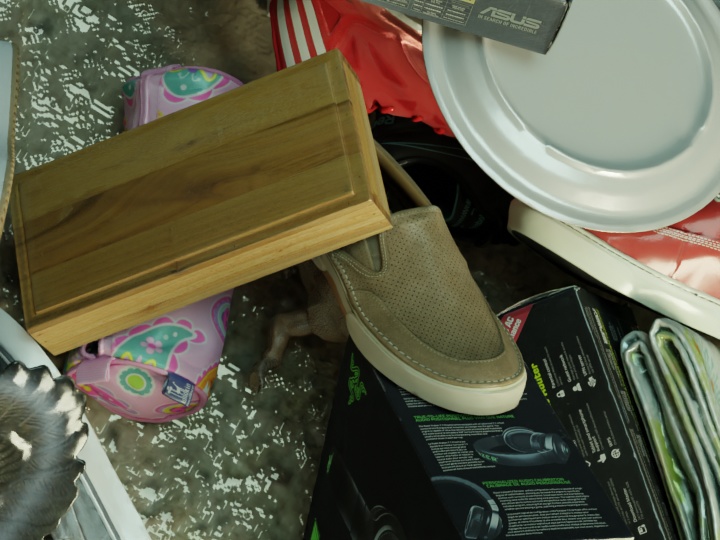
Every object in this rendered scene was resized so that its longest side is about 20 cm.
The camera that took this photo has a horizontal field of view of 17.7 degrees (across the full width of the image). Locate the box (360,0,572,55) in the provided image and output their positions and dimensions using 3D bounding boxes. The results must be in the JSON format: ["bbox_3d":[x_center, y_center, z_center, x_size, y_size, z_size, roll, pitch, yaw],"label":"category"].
[{"bbox_3d":[0.025,-0.214,1.253,0.199,0.051,0.158,16,56,-4],"label":"box"}]

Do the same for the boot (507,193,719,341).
[{"bbox_3d":[0.192,-0.043,1.315,0.199,0.072,0.145,22,92,-12],"label":"boot"}]

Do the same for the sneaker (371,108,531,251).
[{"bbox_3d":[0.090,-0.037,1.384,0.199,0.076,0.079,26,45,0],"label":"sneaker"}]

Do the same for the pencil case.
[{"bbox_3d":[-0.111,-0.015,1.297,0.087,0.087,0.201,17,66,-15],"label":"pencil case"}]

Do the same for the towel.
[{"bbox_3d":[0.216,0.123,1.324,0.048,0.200,0.172,-21,70,18],"label":"towel"}]

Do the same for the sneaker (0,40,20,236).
[{"bbox_3d":[-0.244,-0.064,1.245,0.108,0.070,0.201,13,38,-16],"label":"sneaker"}]

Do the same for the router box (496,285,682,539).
[{"bbox_3d":[0.144,0.114,1.313,0.062,0.150,0.201,-22,77,16],"label":"router box"}]

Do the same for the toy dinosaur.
[{"bbox_3d":[0.000,0.000,1.341,0.135,0.086,0.201,4,55,-30],"label":"toy dinosaur"}]

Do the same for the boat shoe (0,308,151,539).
[{"bbox_3d":[-0.178,0.110,1.239,0.068,0.072,0.201,-30,90,-27],"label":"boat shoe"}]

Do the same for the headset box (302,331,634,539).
[{"bbox_3d":[0.046,0.146,1.214,0.092,0.175,0.200,-1,35,-21],"label":"headset box"}]

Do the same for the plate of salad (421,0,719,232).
[{"bbox_3d":[0.123,-0.109,1.285,0.199,0.048,0.201,9,64,-19],"label":"plate of salad"}]

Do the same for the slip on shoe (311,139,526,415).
[{"bbox_3d":[0.024,-0.005,1.216,0.076,0.061,0.200,-6,42,-29],"label":"slip on shoe"}]

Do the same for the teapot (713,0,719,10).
[{"bbox_3d":[0.272,-0.094,1.442,0.146,0.197,0.201,-28,53,9],"label":"teapot"}]

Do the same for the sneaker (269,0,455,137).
[{"bbox_3d":[0.029,-0.110,1.334,0.200,0.115,0.079,45,34,-19],"label":"sneaker"}]

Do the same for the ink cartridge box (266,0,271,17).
[{"bbox_3d":[0.058,-0.231,1.404,0.199,0.147,0.145,7,69,-18],"label":"ink cartridge box"}]

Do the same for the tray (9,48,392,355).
[{"bbox_3d":[-0.089,-0.037,1.227,0.199,0.037,0.099,-21,58,14],"label":"tray"}]

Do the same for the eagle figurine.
[{"bbox_3d":[-0.252,0.109,1.171,0.200,0.150,0.152,-42,110,-41],"label":"eagle figurine"}]
